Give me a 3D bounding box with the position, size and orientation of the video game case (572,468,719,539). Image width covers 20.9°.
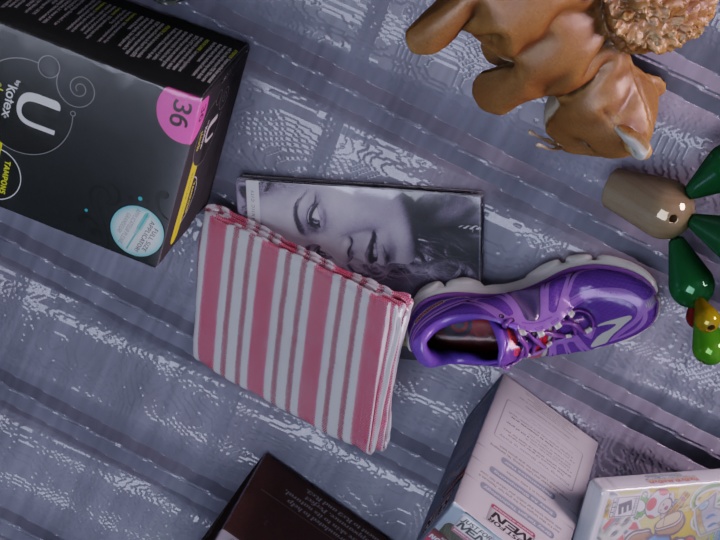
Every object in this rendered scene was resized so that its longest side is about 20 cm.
[{"bbox_3d":[0.235,0.248,1.536,0.181,0.023,0.201,-1,116,-28],"label":"video game case"}]

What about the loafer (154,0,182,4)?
[{"bbox_3d":[-0.178,-0.286,1.445,0.071,0.063,0.201,-12,111,20],"label":"loafer"}]

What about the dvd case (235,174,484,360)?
[{"bbox_3d":[0.000,0.000,1.557,0.198,0.016,0.150,5,116,14],"label":"dvd case"}]

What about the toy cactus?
[{"bbox_3d":[0.261,-0.038,1.439,0.164,0.102,0.201,25,123,24],"label":"toy cactus"}]

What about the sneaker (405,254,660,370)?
[{"bbox_3d":[0.133,0.046,1.498,0.198,0.084,0.081,-11,114,8],"label":"sneaker"}]

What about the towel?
[{"bbox_3d":[-0.051,0.045,1.551,0.199,0.030,0.147,26,124,27],"label":"towel"}]

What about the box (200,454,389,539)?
[{"bbox_3d":[-0.085,0.304,1.638,0.165,0.164,0.200,35,118,-2],"label":"box"}]

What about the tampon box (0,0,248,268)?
[{"bbox_3d":[-0.210,-0.122,1.494,0.199,0.126,0.151,20,119,5],"label":"tampon box"}]

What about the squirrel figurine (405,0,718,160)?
[{"bbox_3d":[0.165,-0.169,1.367,0.199,0.142,0.187,-31,110,30],"label":"squirrel figurine"}]

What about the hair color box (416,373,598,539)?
[{"bbox_3d":[0.115,0.173,1.501,0.099,0.200,0.061,36,119,-3],"label":"hair color box"}]
